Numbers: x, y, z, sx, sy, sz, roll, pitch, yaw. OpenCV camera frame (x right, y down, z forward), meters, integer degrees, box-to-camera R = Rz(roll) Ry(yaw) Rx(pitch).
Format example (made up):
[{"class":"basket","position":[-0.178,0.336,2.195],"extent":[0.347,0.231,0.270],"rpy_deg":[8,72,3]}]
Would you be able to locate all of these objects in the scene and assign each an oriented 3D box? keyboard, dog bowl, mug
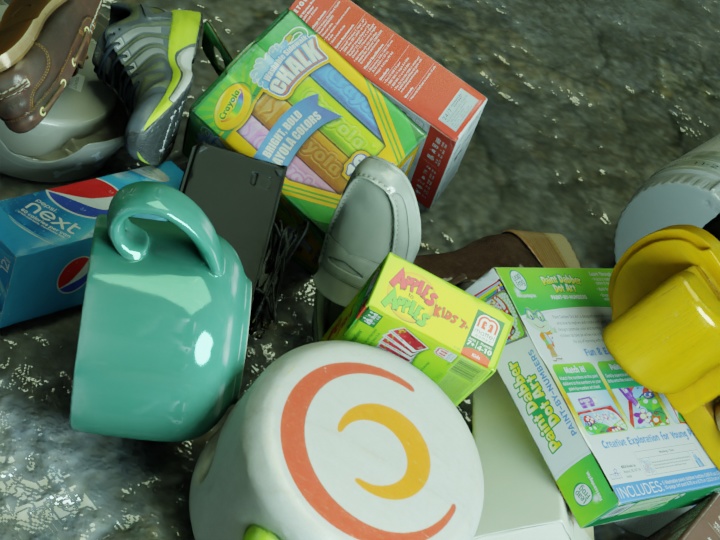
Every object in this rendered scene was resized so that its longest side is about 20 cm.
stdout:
[{"class":"keyboard","position":[-0.106,0.010,1.392],"extent":[0.103,0.040,0.202],"rpy_deg":[17,75,-9]},{"class":"dog bowl","position":[-0.271,-0.153,1.492],"extent":[0.199,0.059,0.201],"rpy_deg":[19,40,-17]},{"class":"mug","position":[-0.134,0.038,1.260],"extent":[0.113,0.185,0.153],"rpy_deg":[8,74,-7]}]

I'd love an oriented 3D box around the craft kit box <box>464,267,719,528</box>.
[{"class":"craft kit box","position":[0.186,0.090,1.382],"extent":[0.199,0.048,0.199],"rpy_deg":[1,58,-51]}]

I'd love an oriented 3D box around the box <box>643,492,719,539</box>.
[{"class":"box","position":[0.218,0.255,1.345],"extent":[0.075,0.100,0.200],"rpy_deg":[51,40,5]}]

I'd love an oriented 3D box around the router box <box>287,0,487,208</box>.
[{"class":"router box","position":[0.013,-0.150,1.585],"extent":[0.179,0.200,0.049],"rpy_deg":[36,76,5]}]

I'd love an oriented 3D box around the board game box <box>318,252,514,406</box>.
[{"class":"board game box","position":[0.026,0.067,1.341],"extent":[0.101,0.200,0.048],"rpy_deg":[28,60,-6]}]

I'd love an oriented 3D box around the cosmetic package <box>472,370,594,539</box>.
[{"class":"cosmetic package","position":[0.131,0.154,1.389],"extent":[0.072,0.104,0.201],"rpy_deg":[-14,39,14]}]

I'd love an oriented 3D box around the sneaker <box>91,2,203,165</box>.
[{"class":"sneaker","position":[-0.177,-0.152,1.461],"extent":[0.080,0.074,0.201],"rpy_deg":[14,31,-10]}]

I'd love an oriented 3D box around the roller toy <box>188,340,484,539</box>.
[{"class":"roller toy","position":[-0.018,0.155,1.265],"extent":[0.199,0.140,0.184],"rpy_deg":[-1,59,-31]}]

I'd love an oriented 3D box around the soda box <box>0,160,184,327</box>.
[{"class":"soda box","position":[-0.205,-0.023,1.380],"extent":[0.064,0.068,0.199],"rpy_deg":[40,37,27]}]

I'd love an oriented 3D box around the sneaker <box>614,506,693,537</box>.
[{"class":"sneaker","position":[0.271,0.173,1.509],"extent":[0.199,0.081,0.115],"rpy_deg":[36,33,-7]}]

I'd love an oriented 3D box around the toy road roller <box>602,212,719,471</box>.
[{"class":"toy road roller","position":[0.263,0.061,1.353],"extent":[0.201,0.123,0.146],"rpy_deg":[56,32,10]}]

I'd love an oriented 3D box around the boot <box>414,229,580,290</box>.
[{"class":"boot","position":[0.139,0.054,1.565],"extent":[0.165,0.073,0.201],"rpy_deg":[-11,55,-27]}]

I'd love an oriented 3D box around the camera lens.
[{"class":"camera lens","position":[0.348,-0.041,1.720],"extent":[0.160,0.160,0.200],"rpy_deg":[44,39,15]}]

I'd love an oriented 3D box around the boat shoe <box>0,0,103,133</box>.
[{"class":"boat shoe","position":[-0.248,-0.181,1.445],"extent":[0.071,0.070,0.201],"rpy_deg":[60,32,-27]}]

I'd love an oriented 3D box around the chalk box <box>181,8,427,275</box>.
[{"class":"chalk box","position":[-0.065,-0.118,1.493],"extent":[0.200,0.125,0.124],"rpy_deg":[42,75,4]}]

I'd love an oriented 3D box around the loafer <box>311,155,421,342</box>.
[{"class":"loafer","position":[0.000,0.000,1.402],"extent":[0.070,0.201,0.070],"rpy_deg":[28,48,20]}]
